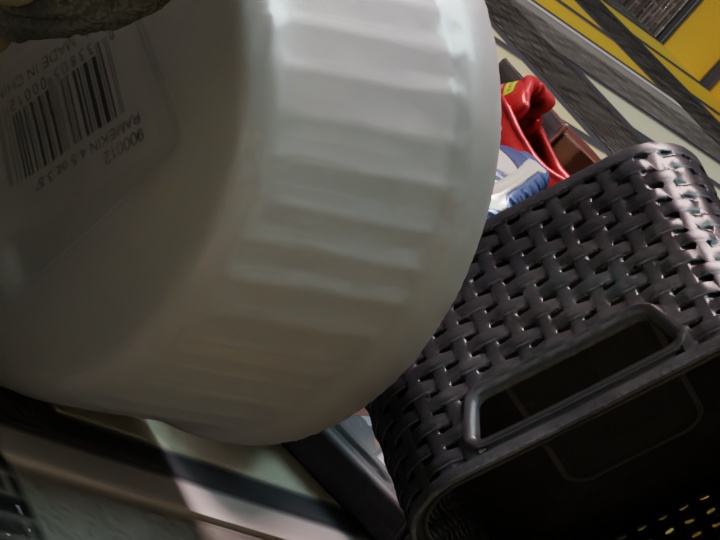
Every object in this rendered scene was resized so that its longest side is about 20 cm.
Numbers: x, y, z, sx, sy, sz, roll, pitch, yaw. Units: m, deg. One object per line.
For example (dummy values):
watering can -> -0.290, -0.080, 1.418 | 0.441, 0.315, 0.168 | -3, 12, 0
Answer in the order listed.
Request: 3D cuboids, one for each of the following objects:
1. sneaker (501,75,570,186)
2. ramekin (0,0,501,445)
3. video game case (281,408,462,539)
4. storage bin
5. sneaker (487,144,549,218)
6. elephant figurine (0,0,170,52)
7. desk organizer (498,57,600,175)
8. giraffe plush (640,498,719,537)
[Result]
sneaker -> 0.054, -0.063, 0.947 | 0.200, 0.085, 0.077 | 39, 10, 27
ramekin -> -0.063, -0.046, 0.628 | 0.098, 0.201, 0.200 | 9, 35, -49
video game case -> 0.000, 0.000, 0.818 | 0.200, 0.026, 0.181 | 45, 43, 13
storage bin -> 0.095, 0.067, 0.685 | 0.200, 0.135, 0.094 | 54, 11, -47
sneaker -> -0.003, -0.016, 0.757 | 0.088, 0.075, 0.200 | 43, 41, 12
elephant figurine -> -0.140, -0.092, 0.543 | 0.155, 0.200, 0.142 | 30, 19, -35
desk organizer -> 0.098, -0.052, 1.106 | 0.077, 0.072, 0.200 | 42, 8, -14
giraffe plush -> 0.196, 0.067, 0.895 | 0.200, 0.162, 0.173 | -17, 89, -67
